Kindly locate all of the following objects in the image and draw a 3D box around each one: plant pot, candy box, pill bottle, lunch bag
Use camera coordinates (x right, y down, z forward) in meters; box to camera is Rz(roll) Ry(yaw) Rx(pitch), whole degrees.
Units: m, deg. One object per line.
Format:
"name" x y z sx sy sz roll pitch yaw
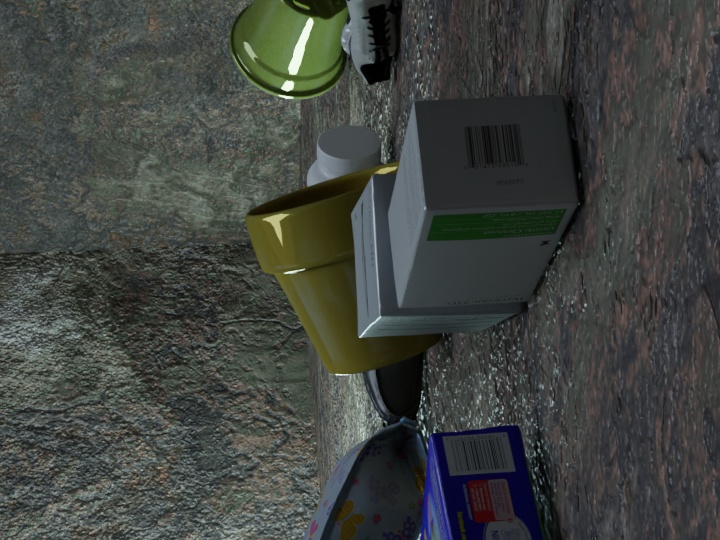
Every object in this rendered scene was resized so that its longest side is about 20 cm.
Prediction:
"plant pot" 0.000 0.000 1.719 0.201 0.201 0.189 -128 20 -81
"plant pot" -0.097 -0.410 2.631 0.184 0.200 0.201 119 150 -58
"candy box" 0.093 0.248 1.250 0.200 0.077 0.169 94 170 -46
"pill bottle" -0.016 -0.087 2.180 0.112 0.112 0.200 -100 9 -53
"lunch bag" 0.017 0.269 1.826 0.170 0.127 0.200 132 160 -74

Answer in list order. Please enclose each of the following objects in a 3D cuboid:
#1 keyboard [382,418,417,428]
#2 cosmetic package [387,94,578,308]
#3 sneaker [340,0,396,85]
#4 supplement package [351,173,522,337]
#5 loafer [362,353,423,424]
"keyboard" 0.059 0.190 1.950 0.104 0.040 0.200 129 133 -66
"cosmetic package" 0.081 -0.045 1.152 0.200 0.107 0.085 96 169 -69
"sneaker" 0.020 -0.305 2.002 0.200 0.074 0.080 88 163 -62
"supplement package" 0.059 -0.011 1.356 0.200 0.117 0.117 125 143 -81
"loafer" 0.039 0.079 1.890 0.072 0.073 0.200 110 156 -65
